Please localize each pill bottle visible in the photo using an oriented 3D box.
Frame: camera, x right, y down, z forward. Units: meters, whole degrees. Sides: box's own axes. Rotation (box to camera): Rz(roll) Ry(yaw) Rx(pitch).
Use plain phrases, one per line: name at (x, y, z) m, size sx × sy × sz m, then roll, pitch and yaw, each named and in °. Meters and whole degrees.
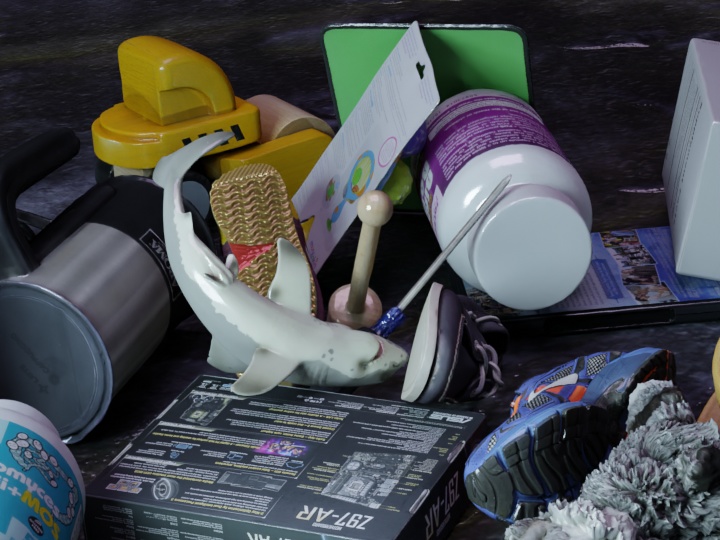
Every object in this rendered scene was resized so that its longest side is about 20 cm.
pill bottle at (-0.210, 0.146, 1.073) m, size 0.110 × 0.112 × 0.200 m, roll -3°, pitch 24°, yaw 2°
pill bottle at (0.103, -0.049, 1.416) m, size 0.111 × 0.113 × 0.200 m, roll -6°, pitch 23°, yaw -5°

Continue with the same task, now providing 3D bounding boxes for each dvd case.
dvd case at (0.167, 0.008, 1.441) m, size 0.198 × 0.018 × 0.143 m, roll -5°, pitch 24°, yaw -3°

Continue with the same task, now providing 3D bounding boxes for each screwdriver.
screwdriver at (0.038, 0.015, 1.303) m, size 0.200 × 0.028 × 0.029 m, roll -47°, pitch 39°, yaw -2°

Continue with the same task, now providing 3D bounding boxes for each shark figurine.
shark figurine at (-0.087, 0.019, 1.260) m, size 0.215 × 0.090 × 0.128 m, roll 47°, pitch 52°, yaw 8°

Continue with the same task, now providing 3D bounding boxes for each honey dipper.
honey dipper at (0.000, 0.000, 1.290) m, size 0.038 × 0.200 × 0.038 m, roll 2°, pitch 63°, yaw -3°

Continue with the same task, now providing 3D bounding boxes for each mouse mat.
mouse mat at (0.058, -0.114, 1.530) m, size 0.160 × 0.201 × 0.008 m, roll 3°, pitch 49°, yaw 14°

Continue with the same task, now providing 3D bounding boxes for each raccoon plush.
raccoon plush at (0.134, 0.136, 1.093) m, size 0.133 × 0.098 × 0.200 m, roll -14°, pitch 10°, yaw -2°

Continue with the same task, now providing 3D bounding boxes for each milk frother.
milk frother at (-0.231, 0.023, 1.360) m, size 0.200 × 0.181 × 0.188 m, roll -40°, pitch 6°, yaw 29°

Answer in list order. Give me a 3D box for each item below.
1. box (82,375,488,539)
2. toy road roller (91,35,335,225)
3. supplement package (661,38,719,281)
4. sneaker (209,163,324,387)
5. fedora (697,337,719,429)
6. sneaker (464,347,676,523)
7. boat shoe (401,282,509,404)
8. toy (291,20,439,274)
box at (-0.042, 0.126, 1.174) m, size 0.198 × 0.044 × 0.160 m, roll 6°, pitch 26°, yaw 22°
toy road roller at (-0.124, -0.124, 1.628) m, size 0.199 × 0.147 × 0.123 m, roll -18°, pitch 27°, yaw -28°
supplement package at (0.297, -0.079, 1.463) m, size 0.120 × 0.121 × 0.200 m, roll 10°, pitch 24°, yaw 0°
sneaker at (-0.058, 0.021, 1.389) m, size 0.074 × 0.090 × 0.201 m, roll -13°, pitch 50°, yaw 7°
fedora at (0.265, 0.059, 1.148) m, size 0.199 × 0.082 × 0.201 m, roll -24°, pitch 29°, yaw 14°
sneaker at (0.117, 0.100, 1.190) m, size 0.078 × 0.076 × 0.199 m, roll 2°, pitch 15°, yaw 36°
boat shoe at (0.065, 0.049, 1.255) m, size 0.062 × 0.073 × 0.200 m, roll 17°, pitch 5°, yaw 4°
toy at (0.008, -0.071, 1.460) m, size 0.047 × 0.200 × 0.116 m, roll 26°, pitch 28°, yaw -26°
